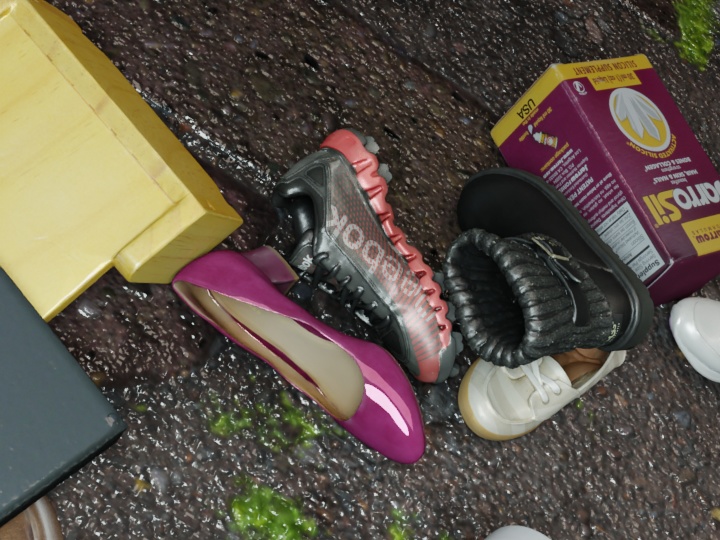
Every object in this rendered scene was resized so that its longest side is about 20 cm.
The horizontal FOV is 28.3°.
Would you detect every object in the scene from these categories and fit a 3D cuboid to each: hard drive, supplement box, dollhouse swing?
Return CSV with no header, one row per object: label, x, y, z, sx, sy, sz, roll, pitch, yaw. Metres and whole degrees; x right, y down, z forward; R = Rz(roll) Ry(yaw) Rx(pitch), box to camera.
hard drive,-0.245,0.052,0.815,0.201,0.033,0.139,50,49,6
supplement box,0.224,-0.073,1.226,0.130,0.103,0.202,-13,67,-41
dollhouse swing,-0.217,-0.052,0.957,0.200,0.176,0.182,48,4,5

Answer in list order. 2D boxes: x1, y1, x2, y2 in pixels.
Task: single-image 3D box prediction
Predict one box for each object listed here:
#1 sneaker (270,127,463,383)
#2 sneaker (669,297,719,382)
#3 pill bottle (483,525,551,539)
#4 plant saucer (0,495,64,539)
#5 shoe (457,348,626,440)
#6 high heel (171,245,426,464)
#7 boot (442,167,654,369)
sneaker,0.000,0.000,1.046,0.097,0.071,0.202,-25,85,-26
sneaker,0.357,0.060,1.225,0.198,0.100,0.076,21,51,-19
pill bottle,0.055,0.242,0.877,0.112,0.112,0.199,51,46,8
plant saucer,-0.251,0.158,0.786,0.198,0.032,0.203,18,52,-24
shoe,0.149,0.069,1.106,0.199,0.053,0.070,-26,75,-43
high heel,-0.043,0.065,0.967,0.200,0.068,0.096,44,33,21
boot,0.107,-0.011,1.069,0.156,0.080,0.211,-2,34,-42
